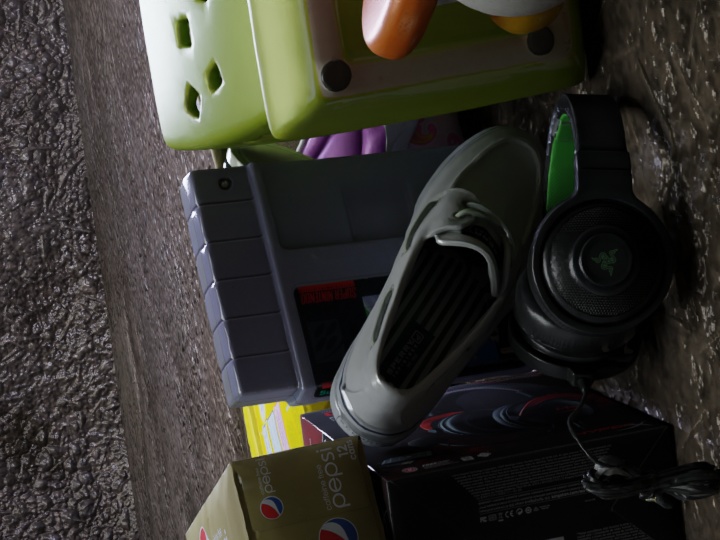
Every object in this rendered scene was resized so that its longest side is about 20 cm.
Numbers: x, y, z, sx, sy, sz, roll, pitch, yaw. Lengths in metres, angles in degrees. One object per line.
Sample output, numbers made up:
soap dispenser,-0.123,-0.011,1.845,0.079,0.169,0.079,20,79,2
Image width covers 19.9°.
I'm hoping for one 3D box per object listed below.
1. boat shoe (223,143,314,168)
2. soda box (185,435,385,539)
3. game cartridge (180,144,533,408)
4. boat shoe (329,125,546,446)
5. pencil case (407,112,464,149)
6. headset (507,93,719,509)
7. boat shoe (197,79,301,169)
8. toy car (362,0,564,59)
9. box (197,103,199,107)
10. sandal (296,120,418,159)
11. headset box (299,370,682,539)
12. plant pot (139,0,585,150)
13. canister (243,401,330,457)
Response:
boat shoe,0.000,-0.001,1.146,0.066,0.199,0.075,-54,20,25
soda box,-0.041,0.141,1.047,0.200,0.068,0.064,121,137,-70
game cartridge,0.015,0.000,1.074,0.038,0.199,0.130,125,134,-58
boat shoe,0.054,0.001,1.031,0.200,0.073,0.067,-64,6,-28
pencil case,0.020,-0.085,1.236,0.087,0.087,0.201,152,108,-76
headset,0.121,0.012,0.971,0.124,0.094,0.201,97,174,-65
boat shoe,-0.073,-0.104,1.242,0.073,0.063,0.201,5,116,44
toy car,0.011,-0.186,0.855,0.175,0.150,0.201,-120,14,-76
box,-0.051,-0.180,1.379,0.198,0.123,0.201,-129,34,-62
sandal,-0.003,-0.103,1.174,0.082,0.050,0.203,16,99,29
headset box,0.059,0.110,1.074,0.200,0.148,0.075,-156,58,-74
plant pot,0.003,-0.166,1.038,0.181,0.198,0.201,-165,65,-68
canister,-0.026,0.113,1.561,0.200,0.086,0.149,119,139,-67
